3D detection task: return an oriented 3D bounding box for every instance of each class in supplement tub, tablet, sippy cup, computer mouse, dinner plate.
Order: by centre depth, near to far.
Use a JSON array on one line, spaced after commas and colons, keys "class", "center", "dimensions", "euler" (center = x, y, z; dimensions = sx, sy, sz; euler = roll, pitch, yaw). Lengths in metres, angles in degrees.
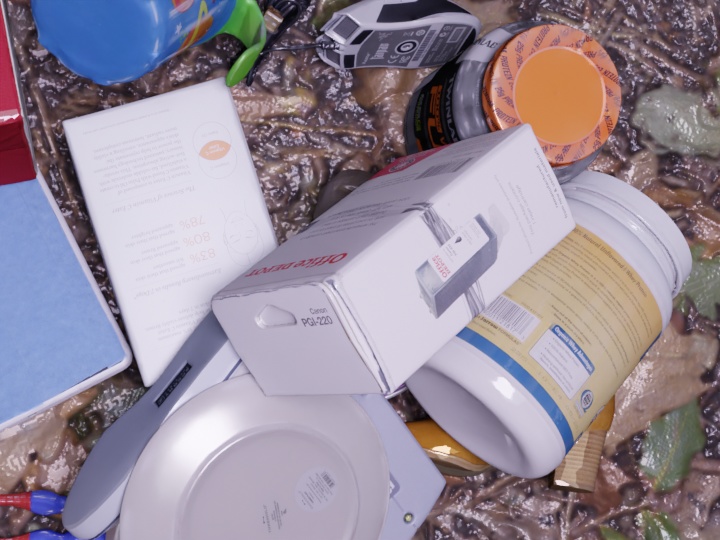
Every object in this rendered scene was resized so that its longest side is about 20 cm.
[{"class": "dinner plate", "center": [-0.065, 0.168, 0.816], "dimensions": [0.200, 0.024, 0.201], "euler": [-7, 104, -27]}, {"class": "sippy cup", "center": [-0.160, -0.197, 0.828], "dimensions": [0.177, 0.130, 0.140], "euler": [4, 123, 14]}, {"class": "supplement tub", "center": [0.139, 0.037, 0.883], "dimensions": [0.145, 0.145, 0.200], "euler": [45, 72, -8]}, {"class": "tablet", "center": [-0.270, 0.011, 0.888], "dimensions": [0.130, 0.014, 0.200], "euler": [-27, 80, -10]}, {"class": "supplement tub", "center": [0.112, -0.117, 0.901], "dimensions": [0.122, 0.200, 0.123], "euler": [0, 88, -12]}, {"class": "computer mouse", "center": [0.000, -0.192, 0.944], "dimensions": [0.200, 0.110, 0.044], "euler": [-7, 67, -24]}]

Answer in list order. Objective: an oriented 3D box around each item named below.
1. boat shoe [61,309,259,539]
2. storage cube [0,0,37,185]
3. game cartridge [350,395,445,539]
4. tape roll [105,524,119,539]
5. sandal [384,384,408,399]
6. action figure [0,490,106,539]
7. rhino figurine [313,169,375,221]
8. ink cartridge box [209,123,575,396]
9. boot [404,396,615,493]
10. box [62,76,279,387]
[{"class": "boat shoe", "center": [-0.117, 0.117, 0.832], "dimensions": [0.086, 0.075, 0.202], "euler": [41, 85, -29]}, {"class": "storage cube", "center": [-0.329, -0.151, 0.812], "dimensions": [0.179, 0.171, 0.200], "euler": [-10, 83, -13]}, {"class": "game cartridge", "center": [-0.039, 0.183, 0.877], "dimensions": [0.200, 0.041, 0.133], "euler": [-39, 99, -15]}, {"class": "tape roll", "center": [-0.091, 0.205, 0.898], "dimensions": [0.202, 0.037, 0.203], "euler": [1, 88, -22]}, {"class": "sandal", "center": [0.057, 0.029, 0.958], "dimensions": [0.203, 0.050, 0.083], "euler": [-38, 87, -9]}, {"class": "action figure", "center": [-0.191, 0.194, 0.906], "dimensions": [0.200, 0.052, 0.066], "euler": [1, 86, -15]}, {"class": "rhino figurine", "center": [0.000, 0.000, 0.906], "dimensions": [0.087, 0.060, 0.200], "euler": [12, 50, -5]}, {"class": "ink cartridge box", "center": [0.022, -0.005, 0.782], "dimensions": [0.200, 0.146, 0.085], "euler": [-37, 106, -34]}, {"class": "boot", "center": [0.108, 0.097, 0.971], "dimensions": [0.201, 0.071, 0.144], "euler": [9, 73, -3]}, {"class": "box", "center": [-0.134, -0.027, 0.898], "dimensions": [0.124, 0.097, 0.200], "euler": [-17, 92, -12]}]
